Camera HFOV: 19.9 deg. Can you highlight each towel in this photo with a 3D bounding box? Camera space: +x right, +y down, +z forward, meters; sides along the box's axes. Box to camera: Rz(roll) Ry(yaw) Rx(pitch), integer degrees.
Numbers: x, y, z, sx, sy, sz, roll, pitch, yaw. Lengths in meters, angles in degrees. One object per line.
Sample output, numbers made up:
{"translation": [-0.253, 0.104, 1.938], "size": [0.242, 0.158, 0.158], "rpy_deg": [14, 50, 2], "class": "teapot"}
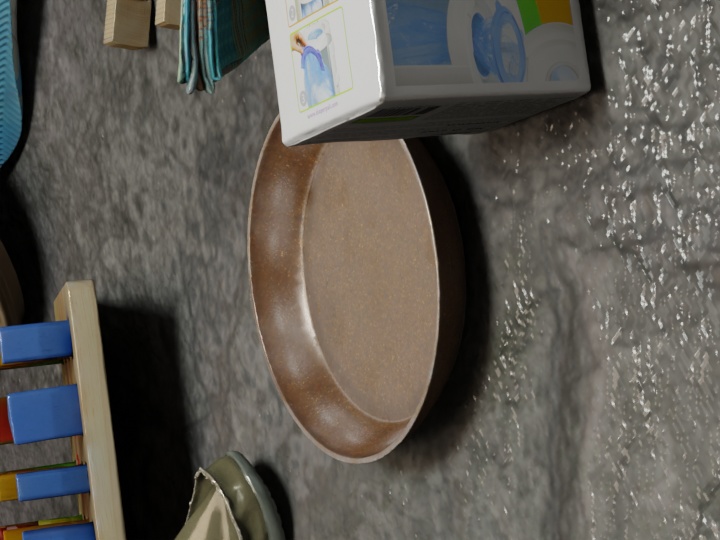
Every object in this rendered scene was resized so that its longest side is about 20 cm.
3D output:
{"translation": [-0.059, -0.179, 1.049], "size": [0.200, 0.022, 0.147], "rpy_deg": [-60, -26, -72], "class": "towel"}

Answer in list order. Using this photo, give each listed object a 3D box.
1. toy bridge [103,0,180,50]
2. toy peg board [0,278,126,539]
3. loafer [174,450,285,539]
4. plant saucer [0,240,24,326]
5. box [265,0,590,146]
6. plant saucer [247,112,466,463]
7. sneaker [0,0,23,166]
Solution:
{"translation": [-0.107, -0.178, 1.225], "size": [0.200, 0.027, 0.067], "rpy_deg": [-5, 79, 64], "class": "toy bridge"}
{"translation": [-0.216, 0.117, 1.345], "size": [0.199, 0.098, 0.200], "rpy_deg": [157, 105, -79], "class": "toy peg board"}
{"translation": [-0.096, 0.201, 1.239], "size": [0.075, 0.070, 0.200], "rpy_deg": [44, 131, 48], "class": "loafer"}
{"translation": [-0.313, -0.025, 1.543], "size": [0.200, 0.029, 0.200], "rpy_deg": [43, 154, 27], "class": "plant saucer"}
{"translation": [0.021, -0.166, 0.933], "size": [0.101, 0.112, 0.200], "rpy_deg": [-16, 81, 61], "class": "box"}
{"translation": [0.000, 0.000, 1.077], "size": [0.200, 0.034, 0.200], "rpy_deg": [17, 110, 57], "class": "plant saucer"}
{"translation": [-0.282, -0.159, 1.506], "size": [0.081, 0.076, 0.200], "rpy_deg": [-96, 15, -52], "class": "sneaker"}
